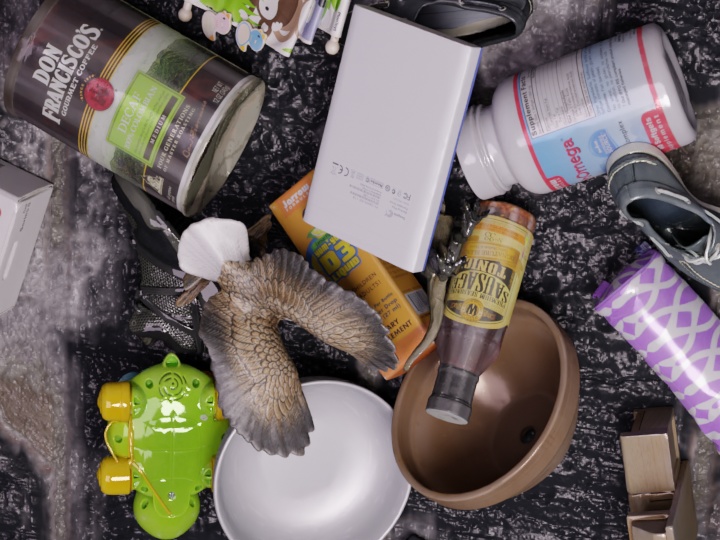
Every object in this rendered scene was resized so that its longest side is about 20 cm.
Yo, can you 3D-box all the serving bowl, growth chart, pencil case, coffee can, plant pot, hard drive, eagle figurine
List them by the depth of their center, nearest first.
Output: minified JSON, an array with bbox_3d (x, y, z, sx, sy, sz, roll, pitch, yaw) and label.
[{"bbox_3d":[0.026,-0.117,1.384,0.131,0.025,0.202,25,110,33],"label":"hard drive"},{"bbox_3d":[0.293,0.075,1.423,0.200,0.084,0.085,50,146,2],"label":"pencil case"},{"bbox_3d":[-0.075,0.043,1.428,0.201,0.150,0.153,57,148,31],"label":"eagle figurine"},{"bbox_3d":[-0.082,-0.269,1.448,0.198,0.018,0.146,19,106,31],"label":"growth chart"},{"bbox_3d":[0.131,0.134,1.453,0.200,0.202,0.092,-38,131,21],"label":"plant pot"},{"bbox_3d":[-0.209,-0.162,1.469,0.199,0.146,0.147,29,110,6],"label":"coffee can"},{"bbox_3d":[-0.051,0.191,1.531,0.198,0.066,0.203,-5,107,-16],"label":"serving bowl"}]

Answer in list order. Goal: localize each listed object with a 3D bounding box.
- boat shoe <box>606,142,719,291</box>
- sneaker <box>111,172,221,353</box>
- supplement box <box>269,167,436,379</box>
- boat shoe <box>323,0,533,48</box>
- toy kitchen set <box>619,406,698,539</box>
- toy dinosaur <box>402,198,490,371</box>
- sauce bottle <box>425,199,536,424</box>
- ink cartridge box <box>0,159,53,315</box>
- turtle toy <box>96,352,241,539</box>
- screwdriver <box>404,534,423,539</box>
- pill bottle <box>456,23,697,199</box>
[{"bbox_3d":[0.282,-0.029,1.367,0.072,0.062,0.200,-31,126,28],"label":"boat shoe"},{"bbox_3d":[-0.203,-0.002,1.544,0.114,0.076,0.200,-33,99,14],"label":"sneaker"},{"bbox_3d":[0.000,0.000,1.478,0.066,0.069,0.201,-38,79,21],"label":"supplement box"},{"bbox_3d":[0.058,-0.219,1.411,0.197,0.067,0.075,-3,143,11],"label":"boat shoe"},{"bbox_3d":[0.212,0.252,1.444,0.178,0.163,0.202,-6,102,17],"label":"toy kitchen set"},{"bbox_3d":[0.073,-0.014,1.413,0.047,0.202,0.088,16,151,-18],"label":"toy dinosaur"},{"bbox_3d":[0.107,0.038,1.425,0.065,0.066,0.202,12,74,12],"label":"sauce bottle"},{"bbox_3d":[-0.429,-0.055,1.590,0.198,0.084,0.147,26,109,9],"label":"ink cartridge box"},{"bbox_3d":[-0.191,0.177,1.570,0.144,0.101,0.202,1,105,-12],"label":"turtle toy"},{"bbox_3d":[0.122,0.329,1.558,0.199,0.028,0.029,39,82,7],"label":"screwdriver"},{"bbox_3d":[0.186,-0.133,1.384,0.198,0.109,0.110,-19,98,20],"label":"pill bottle"}]
